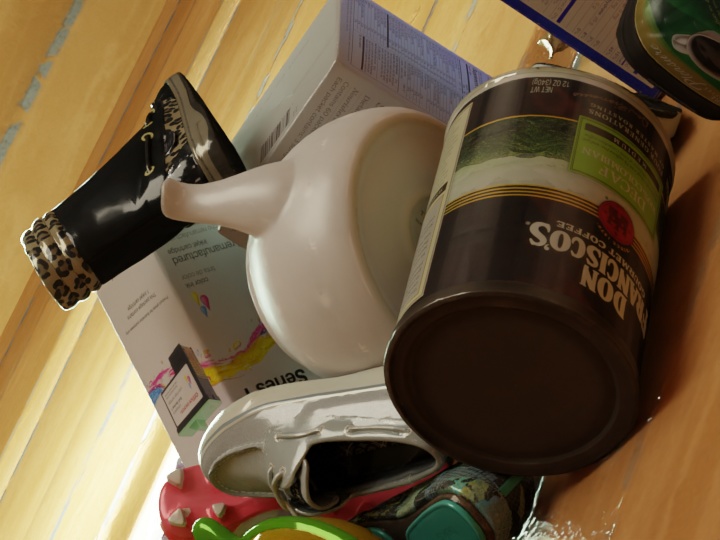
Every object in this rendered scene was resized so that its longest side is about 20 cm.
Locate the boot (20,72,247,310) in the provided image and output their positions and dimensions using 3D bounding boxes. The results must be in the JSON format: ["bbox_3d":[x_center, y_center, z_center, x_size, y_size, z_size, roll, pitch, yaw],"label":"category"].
[{"bbox_3d":[-0.158,-0.055,1.770,0.153,0.074,0.204,-34,19,-1],"label":"boot"}]

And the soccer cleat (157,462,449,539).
[{"bbox_3d":[-0.034,0.150,1.715,0.077,0.199,0.067,68,-163,-65],"label":"soccer cleat"}]

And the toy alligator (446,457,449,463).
[{"bbox_3d":[0.042,0.103,1.729,0.200,0.054,0.059,-35,28,58],"label":"toy alligator"}]

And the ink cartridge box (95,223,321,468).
[{"bbox_3d":[-0.077,0.057,1.853,0.144,0.201,0.084,-17,-15,-43],"label":"ink cartridge box"}]

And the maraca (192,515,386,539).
[{"bbox_3d":[-0.034,0.209,1.594,0.199,0.138,0.107,3,23,44],"label":"maraca"}]

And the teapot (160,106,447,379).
[{"bbox_3d":[0.000,0.000,1.677,0.146,0.201,0.197,-21,3,40],"label":"teapot"}]

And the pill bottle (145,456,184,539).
[{"bbox_3d":[-0.102,0.217,1.877,0.112,0.112,0.200,-53,16,24],"label":"pill bottle"}]

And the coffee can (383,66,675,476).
[{"bbox_3d":[0.102,-0.002,1.548,0.146,0.146,0.200,-47,19,41],"label":"coffee can"}]

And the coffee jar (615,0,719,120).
[{"bbox_3d":[0.232,-0.156,1.502,0.200,0.104,0.086,-30,30,61],"label":"coffee jar"}]

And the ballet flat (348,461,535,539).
[{"bbox_3d":[0.047,0.158,1.612,0.200,0.074,0.074,-29,33,58],"label":"ballet flat"}]

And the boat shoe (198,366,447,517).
[{"bbox_3d":[-0.025,0.112,1.609,0.200,0.070,0.072,-18,37,34],"label":"boat shoe"}]

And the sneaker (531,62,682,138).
[{"bbox_3d":[0.143,-0.083,1.738,0.200,0.077,0.089,-145,76,-78],"label":"sneaker"}]

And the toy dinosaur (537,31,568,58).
[{"bbox_3d":[0.162,-0.242,1.888,0.060,0.106,0.201,38,140,48],"label":"toy dinosaur"}]

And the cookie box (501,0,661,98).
[{"bbox_3d":[0.131,-0.222,1.780,0.075,0.200,0.171,-53,17,19],"label":"cookie box"}]

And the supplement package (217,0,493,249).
[{"bbox_3d":[0.027,-0.064,1.813,0.152,0.199,0.151,-54,15,22],"label":"supplement package"}]
